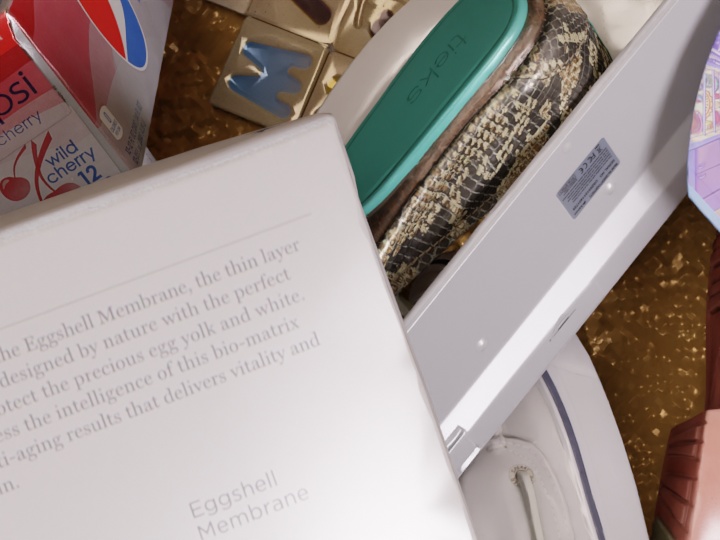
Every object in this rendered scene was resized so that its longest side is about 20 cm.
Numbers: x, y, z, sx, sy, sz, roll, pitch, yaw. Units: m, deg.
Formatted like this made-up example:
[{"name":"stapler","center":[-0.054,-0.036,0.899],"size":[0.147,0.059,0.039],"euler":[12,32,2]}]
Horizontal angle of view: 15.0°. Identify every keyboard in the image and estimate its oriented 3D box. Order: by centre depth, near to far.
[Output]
[{"name":"keyboard","center":[0.069,-0.023,0.804],"size":[0.200,0.056,0.011],"euler":[-51,41,-10]}]

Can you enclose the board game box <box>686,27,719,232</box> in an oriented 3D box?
[{"name":"board game box","center":[0.197,-0.028,0.791],"size":[0.158,0.039,0.200],"euler":[-44,98,-6]}]

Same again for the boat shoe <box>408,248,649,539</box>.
[{"name":"boat shoe","center":[0.043,0.086,0.827],"size":[0.065,0.072,0.201],"euler":[-7,69,-27]}]

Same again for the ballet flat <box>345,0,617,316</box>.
[{"name":"ballet flat","center":[0.000,0.000,0.815],"size":[0.200,0.075,0.068],"euler":[-42,33,5]}]

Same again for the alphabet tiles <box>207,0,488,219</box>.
[{"name":"alphabet tiles","center":[0.039,-0.108,0.912],"size":[0.199,0.006,0.167],"euler":[23,87,18]}]

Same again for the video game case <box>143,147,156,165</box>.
[{"name":"video game case","center":[-0.108,0.078,0.879],"size":[0.200,0.045,0.182],"euler":[-35,90,7]}]

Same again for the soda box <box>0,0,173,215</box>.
[{"name":"soda box","center":[-0.104,-0.076,0.847],"size":[0.070,0.200,0.063],"euler":[-32,112,14]}]

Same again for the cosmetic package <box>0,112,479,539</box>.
[{"name":"cosmetic package","center":[-0.077,0.087,0.697],"size":[0.199,0.123,0.201],"euler":[-20,96,-14]}]

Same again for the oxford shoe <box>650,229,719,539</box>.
[{"name":"oxford shoe","center":[0.144,0.015,0.839],"size":[0.074,0.071,0.201],"euler":[15,88,-3]}]

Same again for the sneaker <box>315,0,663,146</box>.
[{"name":"sneaker","center":[0.065,-0.061,0.854],"size":[0.200,0.073,0.085],"euler":[-40,70,5]}]
